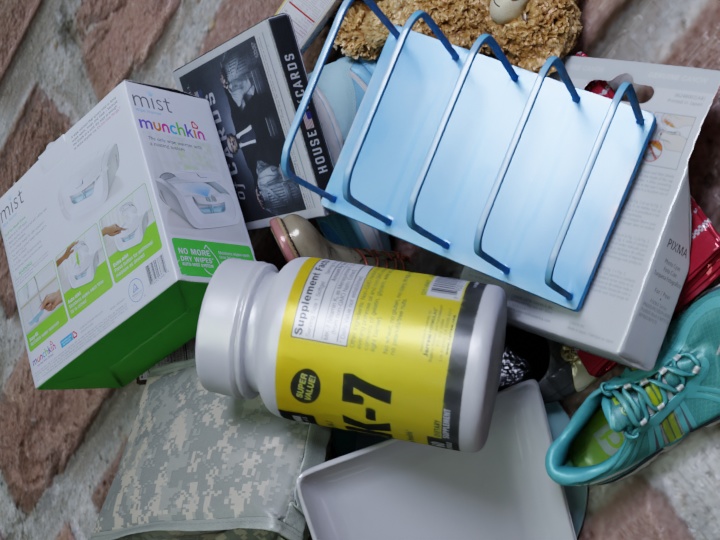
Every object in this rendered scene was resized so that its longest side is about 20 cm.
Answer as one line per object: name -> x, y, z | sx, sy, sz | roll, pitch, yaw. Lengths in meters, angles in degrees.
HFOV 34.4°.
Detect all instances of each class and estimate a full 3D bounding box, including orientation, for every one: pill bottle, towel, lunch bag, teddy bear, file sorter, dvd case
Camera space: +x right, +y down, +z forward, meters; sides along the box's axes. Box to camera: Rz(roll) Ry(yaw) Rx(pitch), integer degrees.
pill bottle -> -0.005, 0.053, 0.800 | 0.198, 0.114, 0.116 | 8, 100, 13
towel -> 0.170, -0.041, 0.851 | 0.145, 0.022, 0.201 | -50, 52, 34
lunch bag -> -0.092, 0.149, 0.904 | 0.199, 0.117, 0.165 | -19, 45, 40
teddy bear -> 0.068, -0.201, 0.885 | 0.199, 0.145, 0.067 | 29, 149, 42
file sorter -> 0.068, -0.081, 0.752 | 0.198, 0.123, 0.140 | 23, 90, 20
dvd case -> -0.087, -0.109, 0.936 | 0.199, 0.025, 0.152 | -6, 102, 60

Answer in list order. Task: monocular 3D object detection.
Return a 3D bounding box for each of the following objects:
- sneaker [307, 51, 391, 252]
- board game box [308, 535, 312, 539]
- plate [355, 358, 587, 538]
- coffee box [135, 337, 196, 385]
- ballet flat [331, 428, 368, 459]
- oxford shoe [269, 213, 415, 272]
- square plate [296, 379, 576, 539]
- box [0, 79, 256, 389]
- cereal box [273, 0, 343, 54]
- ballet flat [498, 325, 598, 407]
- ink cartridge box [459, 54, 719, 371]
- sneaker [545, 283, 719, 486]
sneaker -> 0.017, -0.094, 0.969 | 0.079, 0.130, 0.201 | 29, 148, 47
board game box -> -0.054, 0.281, 0.999 | 0.199, 0.096, 0.161 | 1, 108, 51
plate -> 0.081, 0.165, 0.923 | 0.198, 0.026, 0.203 | 2, 95, 25
coffee box -> -0.106, 0.057, 1.062 | 0.199, 0.112, 0.081 | -8, 88, 43
ballet flat -> -0.021, 0.142, 1.015 | 0.198, 0.065, 0.071 | -11, 90, 21
oxford shoe -> 0.000, 0.000, 0.916 | 0.074, 0.200, 0.071 | -35, 53, 11
square plate -> 0.064, 0.203, 0.848 | 0.028, 0.198, 0.200 | 11, 118, 68
box -> -0.197, -0.023, 0.949 | 0.199, 0.096, 0.178 | -35, 64, 34
cereal box -> -0.008, -0.257, 0.937 | 0.039, 0.144, 0.200 | 36, 125, -7
ballet flat -> 0.089, 0.068, 0.882 | 0.198, 0.057, 0.067 | -2, 68, 14
ink cartridge box -> 0.166, -0.047, 0.821 | 0.159, 0.047, 0.202 | 18, 85, 49
sneaker -> 0.205, 0.090, 0.805 | 0.078, 0.079, 0.200 | 54, 124, 25
